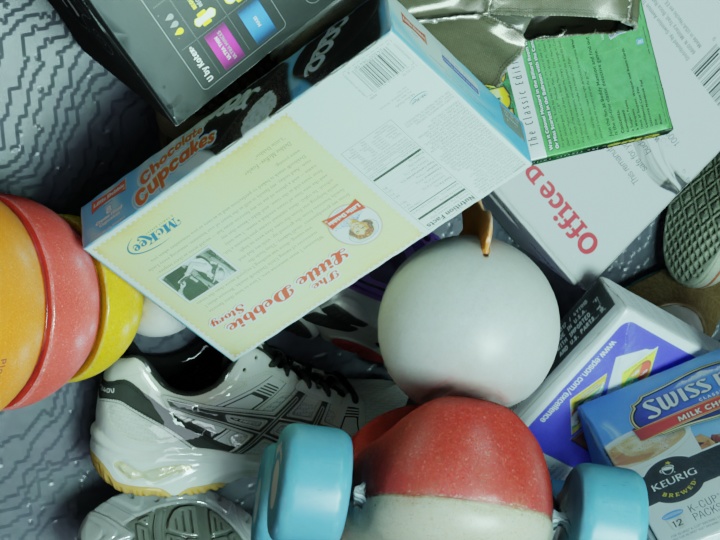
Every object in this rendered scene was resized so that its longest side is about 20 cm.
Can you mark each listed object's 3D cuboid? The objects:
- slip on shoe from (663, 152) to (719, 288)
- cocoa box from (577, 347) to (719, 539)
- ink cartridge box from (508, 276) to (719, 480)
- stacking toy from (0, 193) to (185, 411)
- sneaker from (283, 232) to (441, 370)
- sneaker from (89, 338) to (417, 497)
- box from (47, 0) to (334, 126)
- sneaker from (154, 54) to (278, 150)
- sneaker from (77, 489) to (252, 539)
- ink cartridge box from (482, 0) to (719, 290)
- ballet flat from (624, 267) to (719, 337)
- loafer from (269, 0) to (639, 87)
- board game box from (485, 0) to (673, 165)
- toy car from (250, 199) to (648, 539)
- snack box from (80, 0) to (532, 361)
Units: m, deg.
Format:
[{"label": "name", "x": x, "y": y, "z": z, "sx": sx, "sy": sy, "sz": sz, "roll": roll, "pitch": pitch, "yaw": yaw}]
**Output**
[{"label": "slip on shoe", "x": 0.246, "y": -0.075, "z": 1.335, "sx": 0.061, "sy": 0.074, "sz": 0.200, "roll": 28, "pitch": 91, "yaw": -33}, {"label": "cocoa box", "x": 0.216, "y": 0.157, "z": 1.242, "sx": 0.133, "sy": 0.131, "sz": 0.200, "roll": -21, "pitch": 129, "yaw": -3}, {"label": "ink cartridge box", "x": 0.149, "y": 0.119, "z": 1.304, "sx": 0.200, "sy": 0.043, "sz": 0.198, "roll": 29, "pitch": 112, "yaw": -32}, {"label": "stacking toy", "x": -0.164, "y": 0.018, "z": 1.165, "sx": 0.200, "sy": 0.146, "sz": 0.147, "roll": 0, "pitch": 110, "yaw": -44}, {"label": "sneaker", "x": 0.000, "y": 0.000, "z": 1.259, "sx": 0.200, "sy": 0.081, "sz": 0.084, "roll": 26, "pitch": 68, "yaw": -26}, {"label": "sneaker", "x": -0.049, "y": 0.071, "z": 1.248, "sx": 0.199, "sy": 0.076, "sz": 0.088, "roll": -5, "pitch": 111, "yaw": -24}, {"label": "box", "x": -0.068, "y": -0.193, "z": 1.096, "sx": 0.200, "sy": 0.149, "sz": 0.124, "roll": -39, "pitch": 122, "yaw": -6}, {"label": "sneaker", "x": -0.020, "y": -0.105, "z": 1.212, "sx": 0.199, "sy": 0.071, "sz": 0.076, "roll": -24, "pitch": 142, "yaw": -17}, {"label": "sneaker", "x": -0.073, "y": 0.181, "z": 1.274, "sx": 0.199, "sy": 0.078, "sz": 0.099, "roll": 18, "pitch": 146, "yaw": -21}, {"label": "ink cartridge box", "x": 0.136, "y": -0.115, "z": 1.258, "sx": 0.200, "sy": 0.084, "sz": 0.145, "roll": -45, "pitch": 121, "yaw": -4}, {"label": "ballet flat", "x": 0.146, "y": 0.057, "z": 1.335, "sx": 0.199, "sy": 0.072, "sz": 0.068, "roll": -22, "pitch": 114, "yaw": -17}, {"label": "loafer", "x": 0.053, "y": -0.125, "z": 1.124, "sx": 0.199, "sy": 0.075, "sz": 0.070, "roll": -17, "pitch": 87, "yaw": -6}, {"label": "board game box", "x": 0.089, "y": -0.157, "z": 1.177, "sx": 0.104, "sy": 0.023, "sz": 0.201, "roll": -12, "pitch": 86, "yaw": -6}, {"label": "toy car", "x": 0.050, "y": 0.057, "z": 1.175, "sx": 0.184, "sy": 0.177, "sz": 0.201, "roll": 9, "pitch": 79, "yaw": -6}, {"label": "snack box", "x": -0.028, "y": -0.042, "z": 1.126, "sx": 0.200, "sy": 0.037, "sz": 0.116, "roll": -33, "pitch": 129, "yaw": 22}]
